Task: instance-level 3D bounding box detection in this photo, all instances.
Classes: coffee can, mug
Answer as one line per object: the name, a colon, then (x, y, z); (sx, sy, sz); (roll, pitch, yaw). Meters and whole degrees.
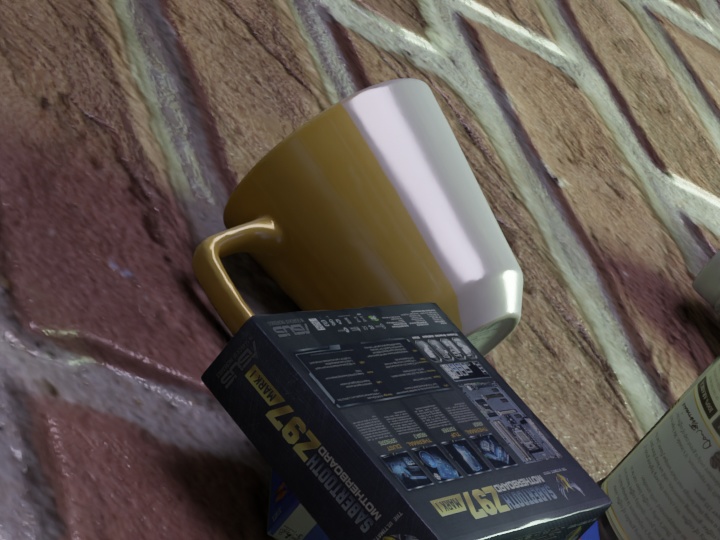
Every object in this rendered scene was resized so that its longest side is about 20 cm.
coffee can: (0.256, 0.120, 1.453); (0.146, 0.200, 0.146); (33, 24, -17)
mug: (0.005, -0.001, 1.420); (0.153, 0.186, 0.149); (56, -7, 14)

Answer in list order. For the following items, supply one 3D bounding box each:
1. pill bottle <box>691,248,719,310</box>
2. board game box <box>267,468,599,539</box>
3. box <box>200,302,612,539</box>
pill bottle: (0.360, 0.052, 1.857); (0.200, 0.111, 0.111); (45, 23, 12)
board game box: (0.044, 0.140, 1.290); (0.200, 0.045, 0.135); (33, 24, -16)
box: (0.028, 0.091, 1.232); (0.158, 0.051, 0.200); (48, 23, 19)
